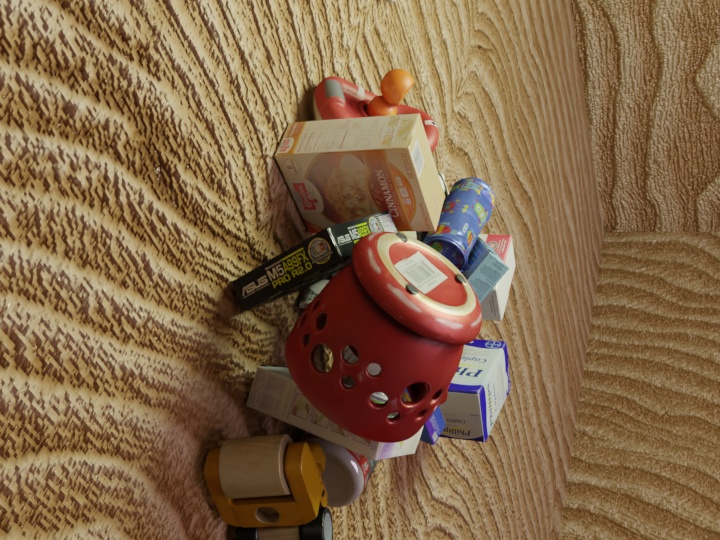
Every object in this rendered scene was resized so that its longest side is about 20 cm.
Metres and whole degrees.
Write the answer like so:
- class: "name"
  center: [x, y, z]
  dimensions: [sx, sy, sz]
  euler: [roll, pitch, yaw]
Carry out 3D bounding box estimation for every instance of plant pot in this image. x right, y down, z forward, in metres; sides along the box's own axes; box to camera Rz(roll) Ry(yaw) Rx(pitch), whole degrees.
- class: "plant pot"
  center: [0.036, 0.073, 1.080]
  dimensions: [0.183, 0.200, 0.200]
  euler: [-54, 171, 27]

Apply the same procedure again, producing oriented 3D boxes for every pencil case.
- class: "pencil case"
  center: [0.158, -0.068, 1.459]
  dimensions: [0.087, 0.077, 0.201]
  euler: [52, 39, -18]

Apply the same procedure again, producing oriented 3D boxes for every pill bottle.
- class: "pill bottle"
  center: [-0.016, 0.243, 1.351]
  dimensions: [0.200, 0.114, 0.117]
  euler: [-52, 137, -54]

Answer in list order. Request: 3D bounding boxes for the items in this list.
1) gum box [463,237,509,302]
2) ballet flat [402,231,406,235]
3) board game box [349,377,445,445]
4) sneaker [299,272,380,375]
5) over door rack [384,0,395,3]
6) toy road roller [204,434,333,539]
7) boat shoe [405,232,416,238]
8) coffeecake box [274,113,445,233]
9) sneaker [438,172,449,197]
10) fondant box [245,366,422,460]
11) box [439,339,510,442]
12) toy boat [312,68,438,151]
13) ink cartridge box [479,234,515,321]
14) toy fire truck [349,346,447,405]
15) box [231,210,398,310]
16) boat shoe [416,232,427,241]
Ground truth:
- class: "gum box"
  center: [0.150, 0.046, 1.476]
  dimensions: [0.201, 0.044, 0.170]
  euler: [-51, -173, 8]
- class: "ballet flat"
  center: [0.000, 0.000, 1.374]
  dimensions: [0.062, 0.200, 0.069]
  euler: [15, 46, -25]
- class: "board game box"
  center: [0.051, 0.189, 1.473]
  dimensions: [0.045, 0.133, 0.201]
  euler: [-53, 141, -30]
- class: "sneaker"
  center: [-0.017, 0.103, 1.344]
  dimensions: [0.201, 0.076, 0.080]
  euler: [53, 40, -6]
- class: "over door rack"
  center: [0.057, -0.577, 1.526]
  dimensions: [0.202, 0.066, 0.148]
  euler: [-63, 151, -8]
- class: "toy road roller"
  center: [-0.105, 0.260, 1.153]
  dimensions: [0.147, 0.121, 0.202]
  euler: [-82, 162, -51]
- class: "boat shoe"
  center: [0.021, -0.102, 1.398]
  dimensions: [0.071, 0.062, 0.202]
  euler: [-28, 91, -50]
- class: "coffeecake box"
  center: [0.002, -0.131, 1.272]
  dimensions: [0.154, 0.197, 0.074]
  euler: [66, 33, -43]
- class: "sneaker"
  center: [0.138, -0.076, 1.577]
  dimensions: [0.080, 0.073, 0.203]
  euler: [-50, 136, -58]
- class: "fondant box"
  center: [-0.031, 0.185, 1.204]
  dimensions: [0.144, 0.198, 0.059]
  euler: [17, 90, -65]
- class: "box"
  center: [0.166, 0.213, 1.686]
  dimensions: [0.200, 0.181, 0.106]
  euler: [-47, 134, -57]
- class: "toy boat"
  center: [0.035, -0.237, 1.335]
  dimensions: [0.198, 0.131, 0.132]
  euler: [19, 38, -29]
- class: "ink cartridge box"
  center: [0.173, 0.007, 1.679]
  dimensions: [0.146, 0.197, 0.085]
  euler: [-66, 151, -41]
- class: "toy fire truck"
  center: [0.069, 0.070, 1.244]
  dimensions: [0.111, 0.168, 0.202]
  euler: [-24, 137, -30]
- class: "box"
  center: [-0.053, -0.016, 1.199]
  dimensions: [0.045, 0.159, 0.200]
  euler: [64, 26, 2]
- class: "boat shoe"
  center: [0.079, -0.100, 1.445]
  dimensions: [0.060, 0.073, 0.203]
  euler: [-45, 140, -63]
